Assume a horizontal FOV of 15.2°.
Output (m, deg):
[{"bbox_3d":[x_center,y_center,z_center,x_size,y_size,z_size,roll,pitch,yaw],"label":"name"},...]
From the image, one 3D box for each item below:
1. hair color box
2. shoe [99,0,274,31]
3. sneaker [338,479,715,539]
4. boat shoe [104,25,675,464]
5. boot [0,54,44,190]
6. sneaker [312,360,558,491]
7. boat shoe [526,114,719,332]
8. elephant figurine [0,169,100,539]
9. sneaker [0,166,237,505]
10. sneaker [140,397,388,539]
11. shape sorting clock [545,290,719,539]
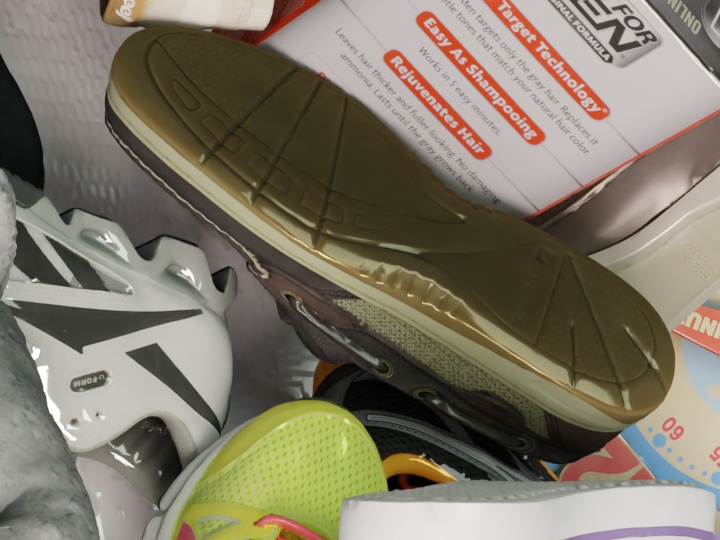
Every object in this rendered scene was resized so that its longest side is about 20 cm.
[{"bbox_3d":[0.027,-0.065,0.872,0.102,0.200,0.061,46,45,-15],"label":"hair color box"},{"bbox_3d":[-0.057,-0.152,0.912,0.053,0.070,0.201,7,48,-11],"label":"shoe"},{"bbox_3d":[0.048,0.117,0.781,0.200,0.072,0.115,1,86,-61],"label":"sneaker"},{"bbox_3d":[0.001,0.000,0.848,0.200,0.066,0.072,31,43,-4],"label":"boat shoe"},{"bbox_3d":[-0.128,-0.113,0.780,0.199,0.162,0.073,53,45,-8],"label":"boot"},{"bbox_3d":[0.055,0.107,0.893,0.200,0.078,0.077,39,27,-8],"label":"sneaker"},{"bbox_3d":[0.087,-0.013,0.931,0.072,0.200,0.060,41,18,-52],"label":"boat shoe"},{"bbox_3d":[-0.175,0.074,0.679,0.199,0.142,0.155,-2,40,-27],"label":"elephant figurine"},{"bbox_3d":[-0.113,0.022,0.789,0.199,0.074,0.089,17,59,-38],"label":"sneaker"},{"bbox_3d":[-0.025,0.115,0.761,0.078,0.090,0.201,31,52,-17],"label":"sneaker"},{"bbox_3d":[0.144,0.027,0.980,0.199,0.039,0.201,0,93,-4],"label":"shape sorting clock"}]
